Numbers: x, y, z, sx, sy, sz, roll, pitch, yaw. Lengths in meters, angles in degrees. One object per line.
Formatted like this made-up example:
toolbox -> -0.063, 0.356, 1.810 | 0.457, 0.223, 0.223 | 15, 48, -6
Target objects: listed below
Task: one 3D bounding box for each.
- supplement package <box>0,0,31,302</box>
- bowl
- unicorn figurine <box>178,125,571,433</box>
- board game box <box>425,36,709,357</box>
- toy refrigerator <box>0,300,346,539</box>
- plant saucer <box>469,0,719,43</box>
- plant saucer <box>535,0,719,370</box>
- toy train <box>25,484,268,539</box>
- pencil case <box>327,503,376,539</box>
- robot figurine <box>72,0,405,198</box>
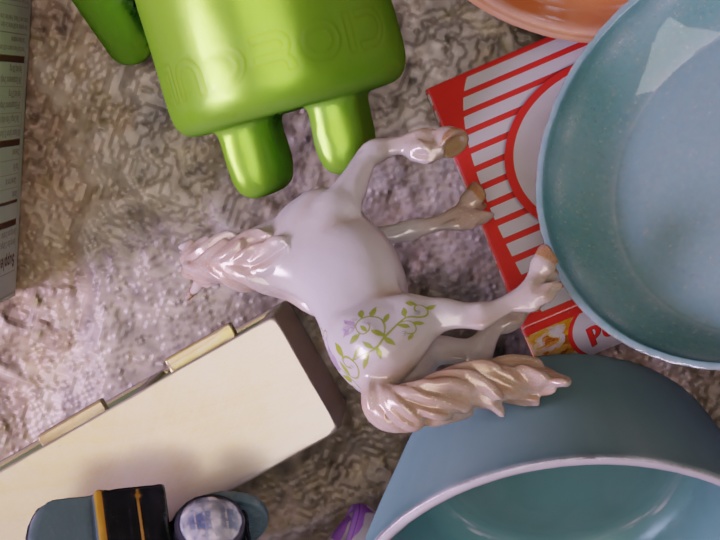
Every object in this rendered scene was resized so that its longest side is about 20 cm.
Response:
supplement package -> -0.225, -0.084, 0.923 | 0.117, 0.117, 0.200 | 5, 95, 1
bowl -> 0.092, 0.114, 0.864 | 0.200, 0.105, 0.201 | 0, 131, -1
unicorn figurine -> 0.000, 0.000, 0.849 | 0.137, 0.200, 0.074 | -25, 123, -8
board game box -> 0.147, -0.057, 0.902 | 0.200, 0.046, 0.152 | -24, 53, 4
toy refrigerator -> -0.111, 0.090, 0.956 | 0.200, 0.076, 0.070 | -29, 93, 6
plant saucer -> 0.108, -0.191, 0.842 | 0.200, 0.037, 0.200 | 5, 130, 6
plant saucer -> 0.171, -0.047, 0.815 | 0.200, 0.036, 0.200 | -14, 60, 26
toy train -> -0.098, 0.171, 0.918 | 0.114, 0.200, 0.085 | -4, 52, -10
pencil case -> 0.060, 0.187, 0.951 | 0.200, 0.086, 0.084 | 24, 107, -1
robot figurine -> -0.048, -0.137, 0.910 | 0.175, 0.116, 0.200 | -15, 94, 10
